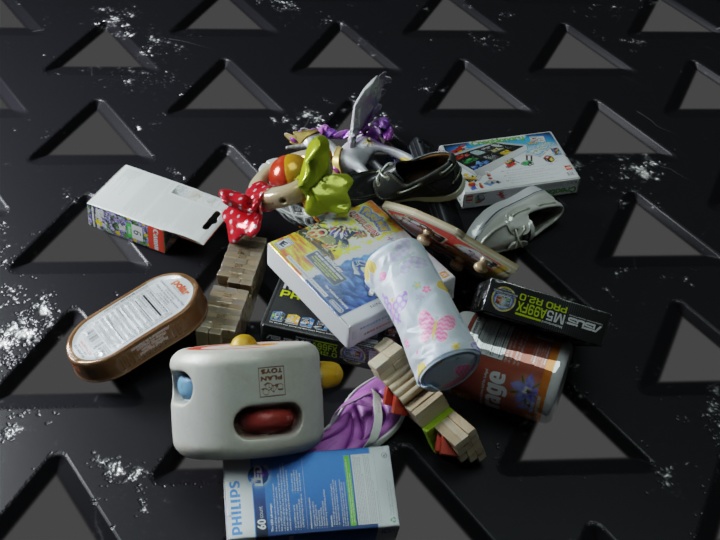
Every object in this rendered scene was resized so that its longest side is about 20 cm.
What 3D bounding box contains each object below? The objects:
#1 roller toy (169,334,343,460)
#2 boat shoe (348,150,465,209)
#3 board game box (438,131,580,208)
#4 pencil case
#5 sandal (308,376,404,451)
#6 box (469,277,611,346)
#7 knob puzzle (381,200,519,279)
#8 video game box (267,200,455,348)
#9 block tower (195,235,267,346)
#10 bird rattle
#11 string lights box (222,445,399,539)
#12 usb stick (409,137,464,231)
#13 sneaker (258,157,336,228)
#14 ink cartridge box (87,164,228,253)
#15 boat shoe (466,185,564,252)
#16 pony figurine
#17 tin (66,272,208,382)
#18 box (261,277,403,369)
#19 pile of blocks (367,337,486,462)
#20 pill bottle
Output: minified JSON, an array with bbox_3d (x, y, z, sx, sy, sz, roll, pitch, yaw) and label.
[{"bbox_3d":[-0.134,0.147,1.450,0.199,0.141,0.182,-3,0,20],"label":"roller toy"},{"bbox_3d":[0.049,-0.135,1.751,0.199,0.068,0.072,-6,53,17],"label":"boat shoe"},{"bbox_3d":[0.238,-0.164,1.944,0.199,0.035,0.127,-8,45,-13],"label":"board game box"},{"bbox_3d":[0.075,0.054,1.521,0.090,0.083,0.201,-29,56,2],"label":"pencil case"},{"bbox_3d":[-0.003,0.193,1.529,0.082,0.050,0.203,26,47,22],"label":"sandal"},{"bbox_3d":[0.231,0.057,1.589,0.159,0.200,0.045,17,87,1],"label":"box"},{"bbox_3d":[0.113,-0.035,1.682,0.219,0.220,0.031,27,84,23],"label":"knob puzzle"},{"bbox_3d":[0.000,0.000,1.655,0.181,0.047,0.200,-23,49,-30],"label":"video game box"},{"bbox_3d":[-0.177,0.036,1.683,0.054,0.058,0.201,9,45,6],"label":"block tower"},{"bbox_3d":[-0.106,-0.116,1.730,0.199,0.113,0.163,-23,24,20],"label":"bird rattle"},{"bbox_3d":[-0.060,0.270,1.418,0.199,0.059,0.103,-3,58,-7],"label":"string lights box"},{"bbox_3d":[0.113,-0.119,1.792,0.055,0.033,0.201,27,35,-38],"label":"usb stick"},{"bbox_3d":[-0.069,-0.093,1.819,0.200,0.077,0.078,35,52,21],"label":"sneaker"},{"bbox_3d":[-0.296,-0.083,1.807,0.199,0.051,0.109,20,44,15],"label":"ink cartridge box"},{"bbox_3d":[0.232,-0.063,1.814,0.066,0.072,0.200,30,40,32],"label":"boat shoe"},{"bbox_3d":[0.002,-0.192,1.890,0.200,0.167,0.193,39,54,11],"label":"pony figurine"},{"bbox_3d":[-0.298,0.074,1.608,0.199,0.042,0.112,-33,44,-16],"label":"tin"},{"bbox_3d":[-0.022,0.055,1.670,0.199,0.044,0.161,12,44,8],"label":"box"},{"bbox_3d":[0.072,0.177,1.535,0.062,0.082,0.200,-36,64,-13],"label":"pile of blocks"},{"bbox_3d":[0.168,0.119,1.576,0.199,0.113,0.112,16,44,14],"label":"pill bottle"}]
